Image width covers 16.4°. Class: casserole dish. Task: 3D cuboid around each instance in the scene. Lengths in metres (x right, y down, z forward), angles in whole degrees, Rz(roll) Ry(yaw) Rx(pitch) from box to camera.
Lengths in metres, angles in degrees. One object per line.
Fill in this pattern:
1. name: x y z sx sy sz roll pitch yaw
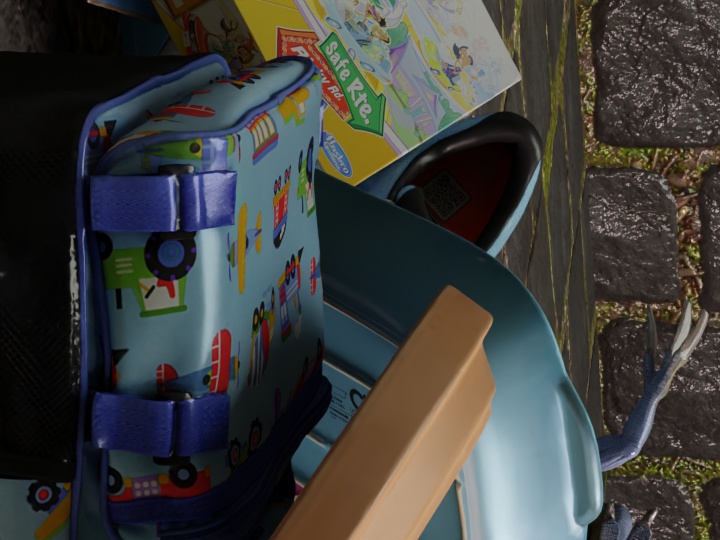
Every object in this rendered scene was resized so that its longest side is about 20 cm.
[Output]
1. casserole dish: 0.000 0.034 0.819 0.039 0.200 0.121 -28 124 -28

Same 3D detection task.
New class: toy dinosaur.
1. toy dinosaur: 0.057 0.082 1.021 0.200 0.105 0.181 -63 -168 -4

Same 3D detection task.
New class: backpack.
1. backpack: -0.083 0.044 0.684 0.183 0.134 0.200 -40 131 -76

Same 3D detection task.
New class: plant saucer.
1. plant saucer: -0.020 0.095 0.673 0.200 0.032 0.200 -56 177 -4

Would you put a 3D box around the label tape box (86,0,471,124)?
1. label tape box: -0.051 -0.135 0.961 0.200 0.063 0.144 12 65 -44

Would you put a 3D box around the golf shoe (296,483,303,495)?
1. golf shoe: -0.059 0.094 0.853 0.075 0.091 0.200 -50 -168 21

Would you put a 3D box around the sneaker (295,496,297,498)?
1. sneaker: -0.038 0.038 1.100 0.106 0.075 0.200 69 21 -61

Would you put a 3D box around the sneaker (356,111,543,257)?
1. sneaker: 0.000 0.000 1.000 0.200 0.078 0.090 -48 -177 -22

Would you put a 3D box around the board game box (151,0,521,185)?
1. board game box: -0.031 -0.131 0.901 0.134 0.034 0.200 -35 99 -50
